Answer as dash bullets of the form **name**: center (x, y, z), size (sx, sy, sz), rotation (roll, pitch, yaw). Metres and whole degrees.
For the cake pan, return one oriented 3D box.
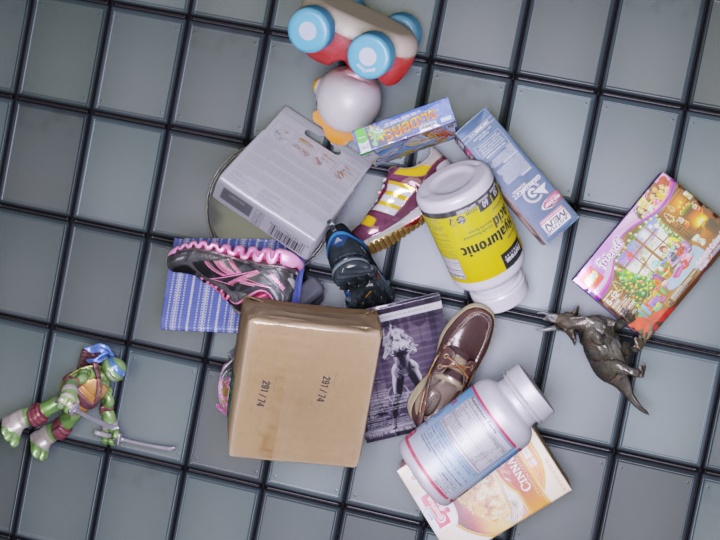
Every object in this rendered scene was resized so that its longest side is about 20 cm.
- **cake pan**: center (-0.137, -0.092, 1.596), size (0.199, 0.037, 0.202), rotation (0, 91, 7)

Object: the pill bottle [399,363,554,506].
- **pill bottle**: center (0.159, 0.218, 1.457), size (0.200, 0.109, 0.109), rotation (-38, 87, 6)

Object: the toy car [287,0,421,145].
- **toy car**: center (-0.026, -0.274, 1.529), size (0.176, 0.184, 0.201), rotation (24, 117, 6)

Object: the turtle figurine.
- **turtle figurine**: center (-0.417, 0.226, 1.586), size (0.193, 0.144, 0.201), rotation (-30, 84, 11)

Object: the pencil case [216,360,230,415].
- **pencil case**: center (-0.109, 0.173, 1.576), size (0.198, 0.087, 0.083), rotation (-1, 112, 8)

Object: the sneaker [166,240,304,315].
- **sneaker**: center (-0.181, 0.013, 1.509), size (0.198, 0.079, 0.096), rotation (6, 82, 11)

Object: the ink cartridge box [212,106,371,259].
- **ink cartridge box**: center (-0.094, -0.129, 1.541), size (0.162, 0.200, 0.057), rotation (33, 132, 1)

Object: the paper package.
- **paper package**: center (-0.080, 0.149, 1.458), size (0.189, 0.104, 0.202), rotation (7, 105, -8)

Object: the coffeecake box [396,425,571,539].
- **coffeecake box**: center (0.176, 0.294, 1.546), size (0.199, 0.073, 0.154), rotation (-33, 87, 7)

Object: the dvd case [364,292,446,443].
- **dvd case**: center (0.060, 0.141, 1.547), size (0.148, 0.016, 0.201), rotation (-13, 108, -1)

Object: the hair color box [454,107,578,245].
- **hair color box**: center (0.218, -0.130, 1.519), size (0.060, 0.100, 0.200), rotation (-40, 86, 5)

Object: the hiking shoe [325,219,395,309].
- **hiking shoe**: center (0.000, 0.000, 1.512), size (0.074, 0.200, 0.087), rotation (-19, 66, 2)

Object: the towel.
- **towel**: center (-0.182, 0.022, 1.551), size (0.198, 0.024, 0.146), rotation (2, 69, 9)

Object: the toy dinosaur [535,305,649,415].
- **toy dinosaur**: center (0.350, 0.113, 1.522), size (0.200, 0.102, 0.077), rotation (50, 61, -8)

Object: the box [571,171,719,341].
- **box**: center (0.415, -0.019, 1.526), size (0.137, 0.039, 0.200), rotation (39, 96, 5)

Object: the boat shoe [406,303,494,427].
- **boat shoe**: center (0.130, 0.142, 1.506), size (0.072, 0.072, 0.201), rotation (28, 105, -13)

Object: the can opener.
- **can opener**: center (-0.119, 0.097, 1.552), size (0.200, 0.053, 0.067), rotation (-41, 74, -18)

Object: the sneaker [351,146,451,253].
- **sneaker**: center (0.048, -0.098, 1.561), size (0.199, 0.075, 0.090), rotation (-31, 79, 1)

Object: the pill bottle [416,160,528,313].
- **pill bottle**: center (0.162, -0.042, 1.494), size (0.111, 0.112, 0.201), rotation (-24, 119, 7)

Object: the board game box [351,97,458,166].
- **board game box**: center (0.067, -0.189, 1.487), size (0.134, 0.200, 0.035), rotation (-19, 89, 8)
